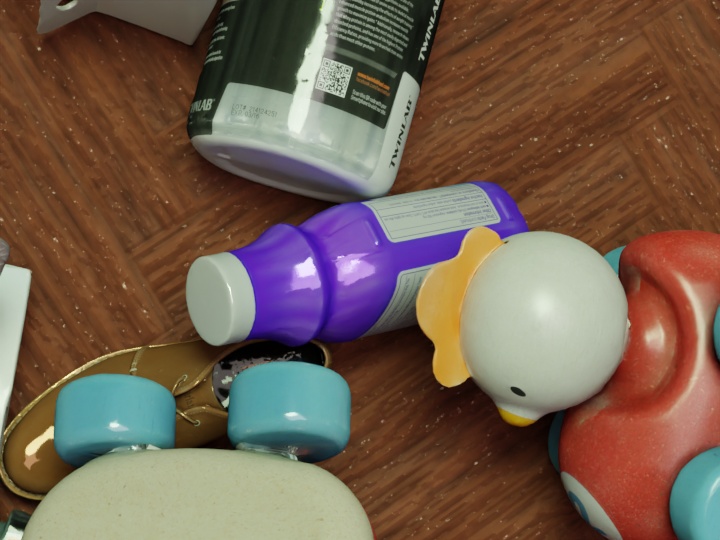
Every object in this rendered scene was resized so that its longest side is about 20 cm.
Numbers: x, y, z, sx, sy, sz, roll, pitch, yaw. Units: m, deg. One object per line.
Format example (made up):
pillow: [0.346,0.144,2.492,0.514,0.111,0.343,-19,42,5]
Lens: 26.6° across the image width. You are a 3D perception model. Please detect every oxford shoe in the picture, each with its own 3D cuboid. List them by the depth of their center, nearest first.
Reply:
oxford shoe: [-0.109,0.072,0.844,0.199,0.071,0.072,-22,92,-12]

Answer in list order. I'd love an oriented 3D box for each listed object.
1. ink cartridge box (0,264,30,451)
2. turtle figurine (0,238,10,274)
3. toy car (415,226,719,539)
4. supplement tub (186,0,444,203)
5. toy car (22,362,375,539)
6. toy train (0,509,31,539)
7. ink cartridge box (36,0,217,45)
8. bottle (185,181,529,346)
ink cartridge box: [-0.263,0.079,0.779,0.159,0.047,0.201,10,55,-12]
turtle figurine: [-0.226,0.080,0.727,0.149,0.101,0.202,-3,67,28]
toy car: [0.113,0.052,0.815,0.198,0.184,0.178,13,93,-18]
supplement tub: [-0.016,-0.148,0.855,0.122,0.122,0.202,17,83,-10]
toy car: [-0.068,0.173,0.793,0.175,0.200,0.186,-5,64,9]
toy train: [-0.230,0.175,0.807,0.198,0.085,0.115,17,69,-8]
ink cartridge box: [-0.120,-0.225,0.836,0.124,0.129,0.202,19,82,-10]
bottle: [0.000,0.000,0.835,0.199,0.084,0.066,-12,63,-35]
